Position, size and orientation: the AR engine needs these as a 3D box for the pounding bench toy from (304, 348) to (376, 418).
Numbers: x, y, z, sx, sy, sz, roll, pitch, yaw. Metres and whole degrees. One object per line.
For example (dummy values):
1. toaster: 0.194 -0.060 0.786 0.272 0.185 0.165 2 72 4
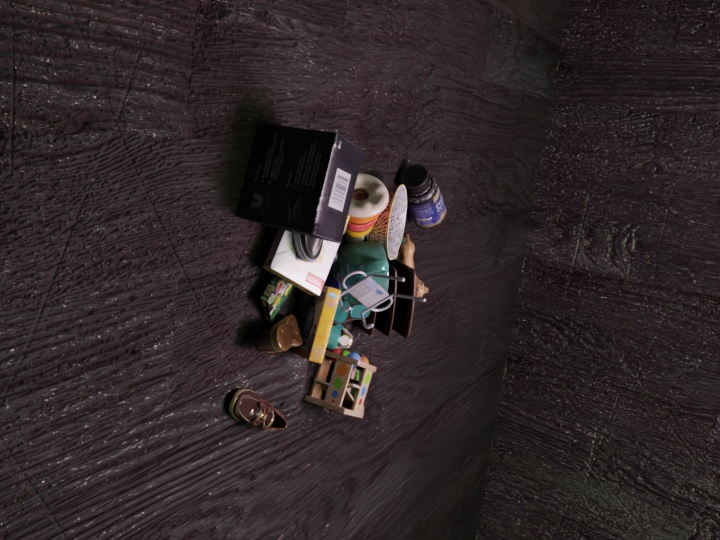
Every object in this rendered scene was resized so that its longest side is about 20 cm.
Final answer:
1. pounding bench toy: -0.034 0.300 1.883 0.200 0.123 0.158 35 71 -62

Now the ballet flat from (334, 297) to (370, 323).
1. ballet flat: -0.047 0.101 1.838 0.199 0.063 0.068 6 100 -58

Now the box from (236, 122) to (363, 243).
1. box: -0.121 -0.177 1.414 0.117 0.198 0.199 15 89 -61

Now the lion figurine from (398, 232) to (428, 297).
1. lion figurine: 0.132 -0.021 1.976 0.072 0.122 0.203 -16 102 -13

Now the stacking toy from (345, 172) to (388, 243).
1. stacking toy: -0.011 -0.131 1.768 0.147 0.145 0.201 -54 163 -37

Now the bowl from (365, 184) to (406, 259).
1. bowl: 0.056 -0.135 1.876 0.201 0.093 0.204 10 90 -75

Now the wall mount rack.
1. wall mount rack: 0.049 0.062 1.679 0.200 0.173 0.075 40 24 -50

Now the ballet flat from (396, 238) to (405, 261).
1. ballet flat: 0.101 0.003 2.075 0.070 0.067 0.203 10 94 -39

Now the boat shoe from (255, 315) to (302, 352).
1. boat shoe: -0.185 0.150 1.580 0.200 0.071 0.073 -34 105 -79

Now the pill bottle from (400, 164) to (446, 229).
1. pill bottle: 0.183 -0.220 2.082 0.113 0.111 0.200 -65 151 -21

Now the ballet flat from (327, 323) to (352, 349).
1. ballet flat: -0.057 0.175 1.790 0.200 0.070 0.068 24 88 -79

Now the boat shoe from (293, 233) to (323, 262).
1. boat shoe: -0.098 -0.119 1.493 0.068 0.056 0.203 5 85 -34

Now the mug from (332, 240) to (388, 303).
1. mug: -0.003 -0.005 1.764 0.186 0.113 0.153 104 -26 -49

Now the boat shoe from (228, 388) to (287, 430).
1. boat shoe: -0.225 0.322 1.581 0.073 0.071 0.200 -66 151 -20

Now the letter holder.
1. letter holder: 0.073 0.081 1.941 0.099 0.142 0.203 -5 109 -30

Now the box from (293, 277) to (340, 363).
1. box: -0.102 0.113 1.679 0.041 0.119 0.203 14 87 -24

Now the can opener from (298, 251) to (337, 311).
1. can opener: -0.107 0.003 1.651 0.064 0.078 0.202 -102 -152 -59

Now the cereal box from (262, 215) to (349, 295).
1. cereal box: -0.116 -0.064 1.539 0.143 0.039 0.202 30 71 -34

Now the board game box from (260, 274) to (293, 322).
1. board game box: -0.165 0.010 1.582 0.105 0.023 0.201 94 21 -61
